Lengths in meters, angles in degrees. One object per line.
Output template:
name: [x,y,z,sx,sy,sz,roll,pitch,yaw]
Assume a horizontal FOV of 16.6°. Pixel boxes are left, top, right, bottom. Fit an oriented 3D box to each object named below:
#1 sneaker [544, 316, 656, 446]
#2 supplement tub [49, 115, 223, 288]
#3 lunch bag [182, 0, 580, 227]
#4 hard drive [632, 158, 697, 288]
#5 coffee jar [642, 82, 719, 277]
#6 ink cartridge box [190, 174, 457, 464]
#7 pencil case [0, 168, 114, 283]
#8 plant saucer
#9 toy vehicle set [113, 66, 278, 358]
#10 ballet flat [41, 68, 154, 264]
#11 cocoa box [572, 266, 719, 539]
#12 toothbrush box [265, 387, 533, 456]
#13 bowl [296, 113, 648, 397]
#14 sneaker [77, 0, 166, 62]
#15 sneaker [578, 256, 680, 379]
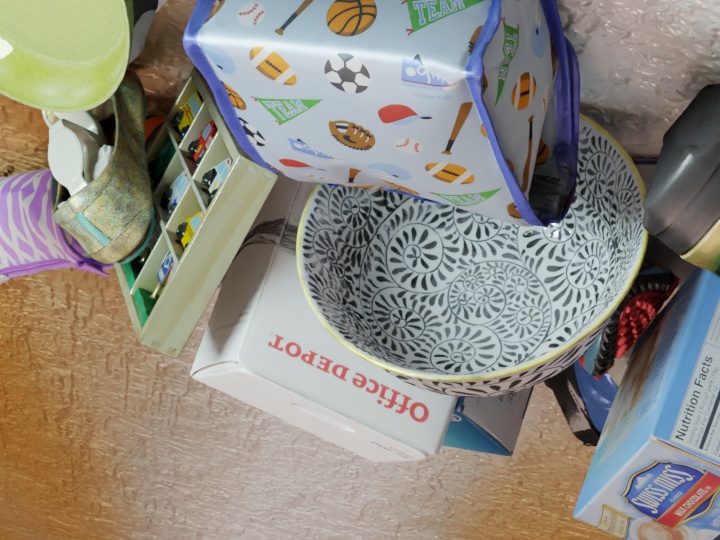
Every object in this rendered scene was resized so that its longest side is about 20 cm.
sneaker: [0.217,0.103,1.781,0.200,0.077,0.111,35,151,-30]
supplement tub: [-0.103,-0.044,1.638,0.200,0.107,0.107,13,161,20]
lunch bag: [0.022,-0.102,1.321,0.170,0.124,0.200,10,152,23]
hard drive: [0.232,-0.012,1.520,0.132,0.025,0.200,2,155,43]
coffee jar: [0.246,-0.014,1.323,0.200,0.104,0.085,35,122,-5]
ink cartridge box: [0.000,0.000,1.506,0.146,0.200,0.083,26,161,-21]
pencil case: [-0.240,-0.032,1.845,0.084,0.086,0.200,27,160,-29]
plant saucer: [-0.196,-0.178,1.356,0.200,0.031,0.200,28,143,23]
toy vehicle set: [-0.105,-0.039,1.486,0.026,0.124,0.200,25,-168,-19]
ballet flat: [-0.167,-0.080,1.527,0.071,0.200,0.071,-5,126,-7]
cocoa box: [0.223,0.091,1.458,0.131,0.133,0.200,22,159,0]
toothbrush box: [0.022,0.033,1.669,0.200,0.147,0.085,6,158,33]
bowl: [0.069,0.004,1.422,0.201,0.201,0.094,12,147,20]
sneaker: [-0.179,-0.141,1.477,0.074,0.079,0.200,24,163,-22]
sneaker: [0.135,0.010,1.532,0.095,0.079,0.200,37,180,3]
